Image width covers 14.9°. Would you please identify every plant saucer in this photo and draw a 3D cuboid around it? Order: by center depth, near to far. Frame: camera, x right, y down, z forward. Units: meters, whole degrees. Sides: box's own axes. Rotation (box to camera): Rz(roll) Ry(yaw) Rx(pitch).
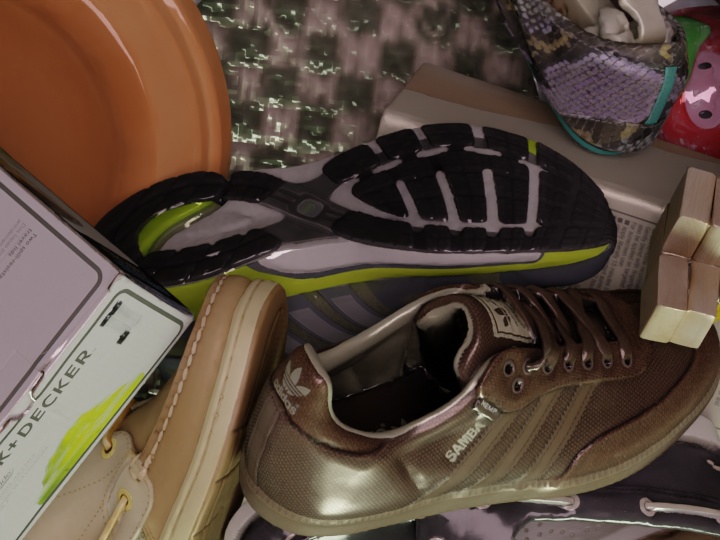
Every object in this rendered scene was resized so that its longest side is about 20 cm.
[{"bbox_3d":[-0.151,-0.055,1.082,0.199,0.037,0.201,3,110,9],"label":"plant saucer"}]

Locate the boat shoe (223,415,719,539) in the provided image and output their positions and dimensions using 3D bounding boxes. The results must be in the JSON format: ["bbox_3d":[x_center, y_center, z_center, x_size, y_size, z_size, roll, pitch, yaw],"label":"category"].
[{"bbox_3d":[0.050,0.101,1.027,0.199,0.074,0.060,-5,49,-18],"label":"boat shoe"}]

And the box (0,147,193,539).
[{"bbox_3d":[-0.170,-0.002,0.988,0.200,0.060,0.117,38,91,28],"label":"box"}]

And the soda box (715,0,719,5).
[{"bbox_3d":[0.130,-0.165,1.081,0.063,0.070,0.200,-40,57,-5],"label":"soda box"}]

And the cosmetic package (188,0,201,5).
[{"bbox_3d":[-0.122,-0.192,1.102,0.200,0.074,0.102,43,87,-7],"label":"cosmetic package"}]

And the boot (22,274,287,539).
[{"bbox_3d":[-0.121,0.067,1.023,0.155,0.073,0.201,26,114,8],"label":"boot"}]

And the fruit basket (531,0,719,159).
[{"bbox_3d":[0.176,-0.077,1.132,0.199,0.094,0.186,-17,95,-2],"label":"fruit basket"}]

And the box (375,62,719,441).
[{"bbox_3d":[0.099,-0.003,1.095,0.199,0.078,0.095,20,113,7],"label":"box"}]

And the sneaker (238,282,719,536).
[{"bbox_3d":[0.053,0.039,0.982,0.199,0.076,0.071,-18,56,-27],"label":"sneaker"}]

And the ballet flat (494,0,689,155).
[{"bbox_3d":[0.068,-0.138,1.091,0.072,0.072,0.201,-32,66,-5],"label":"ballet flat"}]

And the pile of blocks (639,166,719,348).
[{"bbox_3d":[0.185,-0.034,1.016,0.200,0.062,0.082,-36,71,-30],"label":"pile of blocks"}]

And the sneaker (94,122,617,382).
[{"bbox_3d":[0.000,0.000,1.050,0.199,0.074,0.081,-6,135,11],"label":"sneaker"}]
